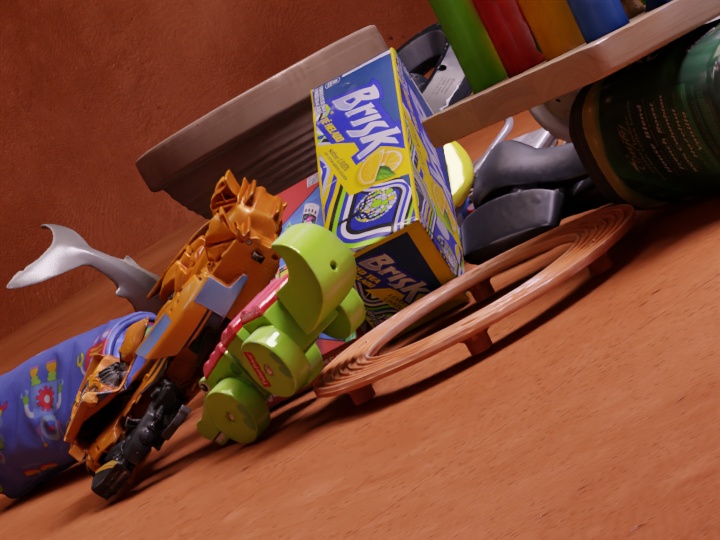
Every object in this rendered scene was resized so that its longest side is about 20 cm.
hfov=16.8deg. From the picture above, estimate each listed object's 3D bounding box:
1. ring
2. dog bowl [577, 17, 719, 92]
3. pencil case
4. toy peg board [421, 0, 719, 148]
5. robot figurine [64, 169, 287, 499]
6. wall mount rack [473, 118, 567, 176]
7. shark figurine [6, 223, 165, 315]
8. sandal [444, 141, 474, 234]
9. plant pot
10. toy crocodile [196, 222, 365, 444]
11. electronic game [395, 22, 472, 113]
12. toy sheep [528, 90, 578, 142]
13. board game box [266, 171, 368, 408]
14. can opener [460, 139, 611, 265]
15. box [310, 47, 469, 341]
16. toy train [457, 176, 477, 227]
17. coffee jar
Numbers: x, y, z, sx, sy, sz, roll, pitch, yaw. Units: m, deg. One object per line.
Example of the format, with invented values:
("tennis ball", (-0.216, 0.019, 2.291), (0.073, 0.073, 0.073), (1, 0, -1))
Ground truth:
("ring", (0.064, 0.021, 1.320), (0.199, 0.019, 0.200), (-29, 6, 3))
("dog bowl", (0.208, -0.164, 1.507), (0.198, 0.059, 0.201), (-10, 49, 12))
("pencil case", (-0.197, 0.096, 1.656), (0.078, 0.088, 0.199), (9, -25, -44))
("toy peg board", (0.137, -0.167, 1.327), (0.199, 0.098, 0.199), (-29, 4, -25))
("robot figurine", (-0.114, 0.042, 1.472), (0.201, 0.058, 0.145), (-54, 11, 15))
("wall mount rack", (0.074, -0.075, 1.827), (0.174, 0.074, 0.200), (-52, 12, -19))
("shark figurine", (-0.165, 0.046, 1.834), (0.127, 0.215, 0.090), (5, 64, 26))
("sandal", (0.000, 0.000, 1.614), (0.199, 0.080, 0.087), (-36, -28, -4))
("plant pot", (-0.053, -0.087, 1.743), (0.200, 0.093, 0.201), (-30, 3, 2))
("toy crocodile", (-0.051, 0.041, 1.355), (0.068, 0.062, 0.200), (-45, -3, -31))
("electronic game", (0.027, -0.113, 1.854), (0.200, 0.042, 0.200), (-45, 17, 17))
("toy sheep", (0.177, -0.146, 1.657), (0.137, 0.139, 0.199), (-25, -7, 36))
("board game box", (-0.045, 0.011, 1.524), (0.102, 0.019, 0.201), (-29, 31, 16))
("can opener", (0.147, -0.059, 1.468), (0.199, 0.079, 0.063), (-22, -30, 32))
("box", (0.016, -0.050, 1.502), (0.064, 0.070, 0.201), (-26, 33, 13))
("toy train", (0.095, -0.042, 1.643), (0.046, 0.034, 0.200), (-43, 9, -9))
("coffee jar", (0.190, -0.087, 1.290), (0.104, 0.086, 0.200), (-31, 5, -19))
